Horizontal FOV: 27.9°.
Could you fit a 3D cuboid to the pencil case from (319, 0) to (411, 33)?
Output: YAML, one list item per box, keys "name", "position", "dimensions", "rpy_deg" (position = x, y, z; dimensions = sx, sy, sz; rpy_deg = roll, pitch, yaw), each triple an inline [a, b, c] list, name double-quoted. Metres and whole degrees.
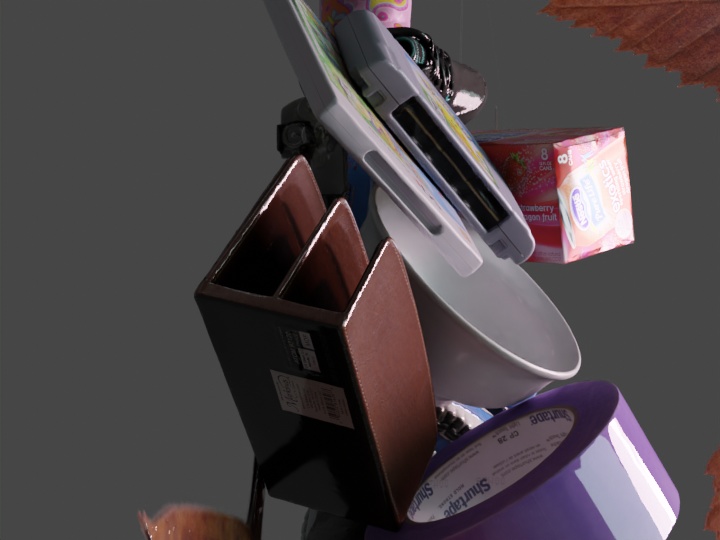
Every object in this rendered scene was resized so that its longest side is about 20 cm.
- name: "pencil case"
  position: [0.004, -0.275, 1.299]
  dimensions: [0.088, 0.086, 0.202]
  rpy_deg: [63, 23, -65]

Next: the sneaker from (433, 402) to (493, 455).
- name: "sneaker"
  position: [0.090, 0.132, 1.148]
  dimensions: [0.200, 0.078, 0.089]
  rpy_deg: [38, 19, -33]

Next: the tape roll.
- name: "tape roll"
  position: [0.107, 0.164, 0.973]
  dimensions: [0.085, 0.199, 0.200]
  rpy_deg: [59, 15, -7]

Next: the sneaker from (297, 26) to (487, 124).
- name: "sneaker"
  position: [0.044, -0.159, 1.213]
  dimensions: [0.199, 0.079, 0.076]
  rpy_deg: [-2, 71, -42]

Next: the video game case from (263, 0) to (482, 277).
- name: "video game case"
  position: [0.005, -0.108, 1.037]
  dimensions: [0.182, 0.022, 0.201]
  rpy_deg: [46, 13, -37]

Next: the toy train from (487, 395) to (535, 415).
- name: "toy train"
  position: [0.094, 0.097, 1.243]
  dimensions: [0.087, 0.113, 0.203]
  rpy_deg: [87, 2, -83]

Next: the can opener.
- name: "can opener"
  position: [-0.030, -0.033, 1.089]
  dimensions: [0.067, 0.053, 0.202]
  rpy_deg: [37, 50, -72]

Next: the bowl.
- name: "bowl"
  position: [0.060, 0.035, 1.066]
  dimensions: [0.200, 0.091, 0.202]
  rpy_deg: [35, 20, -15]

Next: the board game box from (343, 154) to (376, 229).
- name: "board game box"
  position: [0.000, 0.000, 1.239]
  dimensions: [0.201, 0.055, 0.197]
  rpy_deg: [-83, 164, -49]

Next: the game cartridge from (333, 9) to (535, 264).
- name: "game cartridge"
  position: [0.055, -0.104, 1.093]
  dimensions: [0.200, 0.040, 0.134]
  rpy_deg: [48, 9, -27]

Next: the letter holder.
- name: "letter holder"
  position: [-0.008, 0.043, 0.933]
  dimensions: [0.143, 0.100, 0.201]
  rpy_deg: [-59, 149, -36]

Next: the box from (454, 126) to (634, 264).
- name: "box"
  position: [0.126, -0.066, 1.238]
  dimensions: [0.095, 0.199, 0.101]
  rpy_deg: [-14, 103, -38]

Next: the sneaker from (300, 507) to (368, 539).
- name: "sneaker"
  position: [-0.019, 0.135, 1.076]
  dimensions: [0.200, 0.074, 0.117]
  rpy_deg: [-82, 157, -71]
